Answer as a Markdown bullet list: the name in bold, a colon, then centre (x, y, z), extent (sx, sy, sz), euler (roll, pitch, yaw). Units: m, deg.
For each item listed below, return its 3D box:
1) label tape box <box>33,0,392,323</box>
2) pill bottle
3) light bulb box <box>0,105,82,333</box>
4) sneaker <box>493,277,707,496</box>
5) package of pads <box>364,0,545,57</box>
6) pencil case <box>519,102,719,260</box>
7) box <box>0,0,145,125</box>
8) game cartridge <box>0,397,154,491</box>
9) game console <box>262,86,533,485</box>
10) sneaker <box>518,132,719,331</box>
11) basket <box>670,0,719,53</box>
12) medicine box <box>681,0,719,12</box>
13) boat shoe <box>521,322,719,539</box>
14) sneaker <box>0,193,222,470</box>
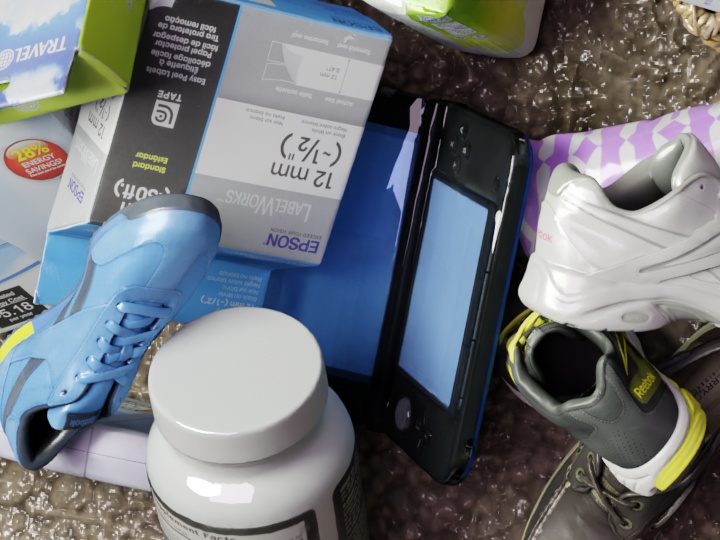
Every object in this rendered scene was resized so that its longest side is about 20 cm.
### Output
- **label tape box**: centre (-0.082, -0.056, 1.127), extent (0.066, 0.143, 0.201), euler (40, 117, 58)
- **pill bottle**: centre (-0.056, 0.124, 1.153), extent (0.116, 0.201, 0.117), euler (-4, 42, 4)
- **light bulb box**: centre (-0.220, -0.074, 1.222), extent (0.197, 0.200, 0.125), euler (-18, 53, 21)
- **sneaker**: centre (0.112, 0.042, 1.119), extent (0.075, 0.085, 0.200), euler (-50, 33, 0)
- **package of pads**: centre (0.066, -0.228, 1.157), extent (0.068, 0.154, 0.201), euler (11, 90, 23)
- **pencil case**: centre (0.178, -0.057, 1.141), extent (0.199, 0.084, 0.086), euler (-12, 47, 19)
- **box**: centre (-0.163, -0.156, 1.068), extent (0.121, 0.048, 0.201), euler (-11, 58, 33)
- **game cartridge**: centre (-0.183, 0.092, 1.250), extent (0.199, 0.133, 0.042), euler (12, 89, 22)
- **game console**: centre (0.000, 0.000, 1.171), extent (0.118, 0.171, 0.201), euler (6, 101, -20)
- **sneaker**: centre (0.183, -0.020, 1.063), extent (0.199, 0.078, 0.100), euler (0, 108, -17)
- **basket**: centre (0.202, -0.226, 1.103), extent (0.142, 0.149, 0.201), euler (-33, 74, 17)
- **medicine box**: centre (0.169, -0.236, 1.016), extent (0.199, 0.103, 0.183), euler (16, 69, 0)
- **boat shoe**: centre (0.150, 0.106, 1.148), extent (0.073, 0.065, 0.200), euler (40, 102, 18)
- **sneaker**: centre (-0.132, 0.037, 1.107), extent (0.200, 0.066, 0.079), euler (-44, 42, 37)
